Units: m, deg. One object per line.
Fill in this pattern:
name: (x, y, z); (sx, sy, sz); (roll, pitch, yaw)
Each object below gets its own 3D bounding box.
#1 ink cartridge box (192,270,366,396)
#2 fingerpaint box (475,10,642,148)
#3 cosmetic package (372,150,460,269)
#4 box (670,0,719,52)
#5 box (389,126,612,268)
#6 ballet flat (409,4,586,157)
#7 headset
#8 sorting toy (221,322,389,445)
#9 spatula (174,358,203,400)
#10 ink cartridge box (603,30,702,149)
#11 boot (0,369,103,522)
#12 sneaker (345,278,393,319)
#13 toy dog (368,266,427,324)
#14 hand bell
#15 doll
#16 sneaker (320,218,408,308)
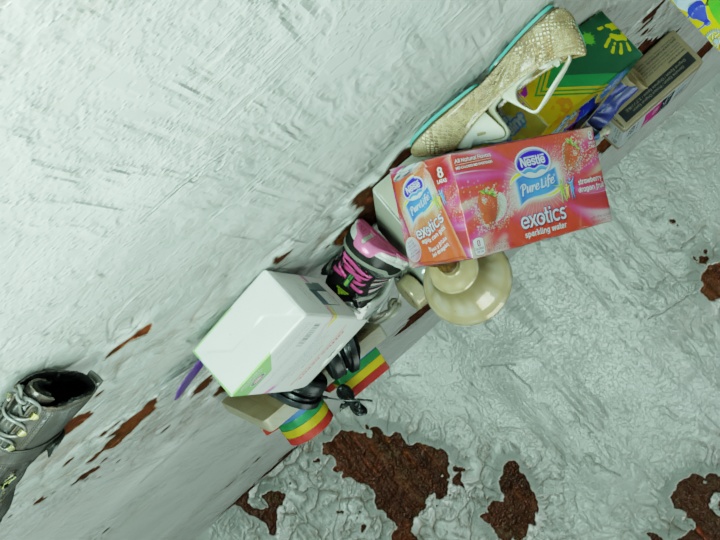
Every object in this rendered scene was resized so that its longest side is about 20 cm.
ink cartridge box: (-0.079, 0.067, 1.216); (0.117, 0.067, 0.200); (-47, 164, 10)
fingerpaint box: (0.205, -0.177, 1.308); (0.167, 0.073, 0.200); (-37, 170, -27)
cosmetic package: (0.074, -0.073, 1.263); (0.103, 0.073, 0.200); (-40, 171, -3)
box: (0.436, -0.325, 1.181); (0.200, 0.193, 0.122); (-48, 169, 35)
box: (0.138, -0.072, 1.109); (0.200, 0.100, 0.095); (-14, -178, -37)
ballet flat: (0.134, -0.162, 1.092); (0.200, 0.065, 0.070); (-44, 172, 19)
headset: (-0.055, 0.111, 1.374); (0.123, 0.200, 0.094); (-42, -147, 0)
sorting toy: (-0.066, 0.154, 1.550); (0.199, 0.070, 0.200); (-38, -165, -17)
spatula: (-0.132, 0.074, 1.261); (0.200, 0.021, 0.057); (-38, 169, -27)
ink cartridge box: (0.461, -0.289, 1.872); (0.165, 0.075, 0.200); (-43, 172, 5)
boot: (-0.287, 0.145, 0.841); (0.174, 0.069, 0.200); (-50, 173, 18)
sneaker: (-0.029, 0.050, 1.461); (0.200, 0.074, 0.089); (-45, 170, -32)
toy dog: (0.068, -0.007, 1.603); (0.132, 0.096, 0.200); (-39, -173, -30)
hand bell: (0.087, -0.009, 1.205); (0.104, 0.104, 0.200); (-42, 158, 7)
doll: (0.344, -0.225, 1.741); (0.200, 0.049, 0.136); (-44, 154, 30)
sneaker: (0.000, 0.000, 1.289); (0.087, 0.074, 0.200); (-47, 176, -1)
